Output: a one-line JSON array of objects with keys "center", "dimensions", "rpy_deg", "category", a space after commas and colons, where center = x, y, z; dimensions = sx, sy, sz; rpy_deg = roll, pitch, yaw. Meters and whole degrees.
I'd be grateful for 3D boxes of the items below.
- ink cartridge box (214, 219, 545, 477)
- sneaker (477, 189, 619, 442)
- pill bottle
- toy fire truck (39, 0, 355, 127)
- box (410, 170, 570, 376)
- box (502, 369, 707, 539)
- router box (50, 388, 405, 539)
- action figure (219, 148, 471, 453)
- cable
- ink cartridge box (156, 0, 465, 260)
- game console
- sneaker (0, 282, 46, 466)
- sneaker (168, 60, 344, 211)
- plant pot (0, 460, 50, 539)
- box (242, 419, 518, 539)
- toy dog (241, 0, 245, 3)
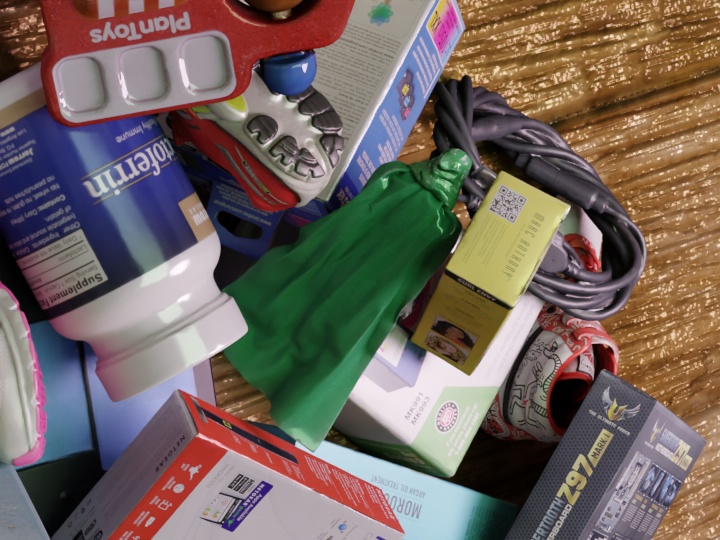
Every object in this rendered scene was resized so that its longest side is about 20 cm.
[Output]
[{"center": [0.007, 0.024, 1.711], "dimensions": [0.200, 0.087, 0.146], "rpy_deg": [40, 72, -31], "category": "ink cartridge box"}, {"center": [0.150, 0.030, 1.805], "dimensions": [0.067, 0.108, 0.202], "rpy_deg": [36, 73, -34], "category": "sneaker"}, {"center": [-0.154, -0.030, 1.537], "dimensions": [0.116, 0.116, 0.201], "rpy_deg": [-31, 97, -31], "category": "pill bottle"}, {"center": [-0.089, -0.171, 1.434], "dimensions": [0.199, 0.112, 0.169], "rpy_deg": [-10, 120, -4], "category": "toy fire truck"}, {"center": [0.078, 0.005, 1.590], "dimensions": [0.050, 0.200, 0.075], "rpy_deg": [29, 76, 3], "category": "box"}, {"center": [0.168, 0.161, 1.791], "dimensions": [0.158, 0.051, 0.200], "rpy_deg": [-60, 160, 0], "category": "box"}, {"center": [-0.102, 0.190, 1.607], "dimensions": [0.179, 0.049, 0.200], "rpy_deg": [28, 109, -35], "category": "router box"}, {"center": [0.000, 0.000, 1.554], "dimensions": [0.118, 0.200, 0.055], "rpy_deg": [48, 25, 11], "category": "action figure"}, {"center": [0.118, -0.049, 1.761], "dimensions": [0.200, 0.164, 0.051], "rpy_deg": [31, 120, -29], "category": "cable"}, {"center": [-0.040, -0.107, 1.623], "dimensions": [0.201, 0.136, 0.076], "rpy_deg": [-61, 157, -16], "category": "ink cartridge box"}, {"center": [-0.173, 0.068, 1.613], "dimensions": [0.176, 0.031, 0.201], "rpy_deg": [-15, 103, -36], "category": "game console"}, {"center": [-0.245, 0.030, 1.502], "dimensions": [0.088, 0.081, 0.201], "rpy_deg": [-24, 72, -10], "category": "sneaker"}, {"center": [-0.100, -0.112, 1.530], "dimensions": [0.200, 0.085, 0.077], "rpy_deg": [49, 52, 2], "category": "sneaker"}, {"center": [-0.269, 0.221, 1.413], "dimensions": [0.195, 0.200, 0.197], "rpy_deg": [7, 112, -36], "category": "plant pot"}, {"center": [0.005, 0.151, 1.724], "dimensions": [0.200, 0.082, 0.049], "rpy_deg": [22, 80, -37], "category": "box"}, {"center": [-0.071, -0.256, 1.575], "dimensions": [0.139, 0.194, 0.200], "rpy_deg": [-20, 77, -51], "category": "toy dog"}]
